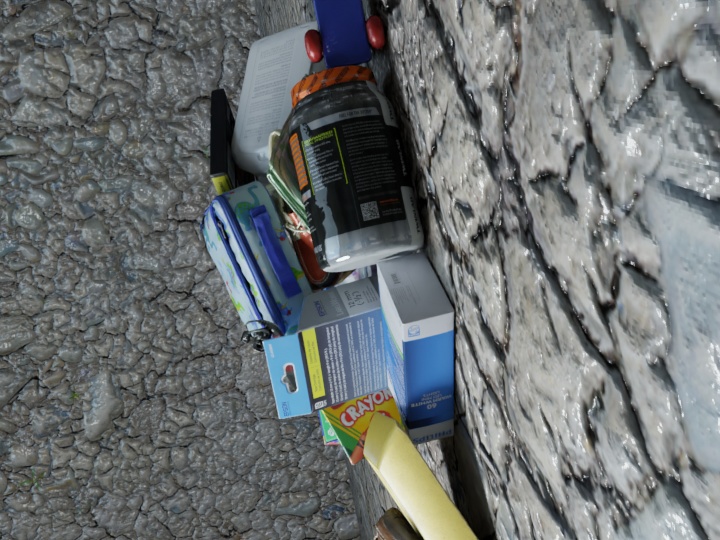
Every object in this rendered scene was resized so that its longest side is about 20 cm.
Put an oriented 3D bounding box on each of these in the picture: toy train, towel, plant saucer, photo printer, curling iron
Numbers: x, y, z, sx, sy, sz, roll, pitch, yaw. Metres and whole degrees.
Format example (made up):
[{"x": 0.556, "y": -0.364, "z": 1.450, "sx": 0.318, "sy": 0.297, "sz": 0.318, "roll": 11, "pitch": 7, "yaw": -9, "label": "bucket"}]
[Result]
[{"x": -0.028, "y": -0.322, "z": 0.801, "sx": 0.116, "sy": 0.083, "sz": 0.203, "roll": -71, "pitch": -30, "yaw": -79, "label": "toy train"}, {"x": -0.043, "y": -0.132, "z": 0.898, "sx": 0.153, "sy": 0.023, "sz": 0.202, "roll": 51, "pitch": -144, "yaw": -33, "label": "towel"}, {"x": 0.068, "y": 0.267, "z": 0.867, "sx": 0.201, "sy": 0.048, "sz": 0.200, "roll": 55, "pitch": 171, "yaw": 3, "label": "plant saucer"}, {"x": -0.103, "y": -0.230, "z": 1.027, "sx": 0.165, "sy": 0.069, "sz": 0.203, "roll": -1, "pitch": 76, "yaw": 45, "label": "photo printer"}, {"x": -0.098, "y": 0.115, "z": 0.929, "sx": 0.201, "sy": 0.049, "sz": 0.026, "roll": 65, "pitch": -146, "yaw": -55, "label": "curling iron"}]

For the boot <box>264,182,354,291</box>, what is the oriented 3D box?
[{"x": -0.083, "y": -0.047, "z": 1.012, "sx": 0.199, "sy": 0.072, "sz": 0.158, "roll": -19, "pitch": 74, "yaw": 41, "label": "boot"}]

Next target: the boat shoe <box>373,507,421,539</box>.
[{"x": 0.045, "y": 0.343, "z": 0.869, "sx": 0.076, "sy": 0.071, "sz": 0.201, "roll": 48, "pitch": 168, "yaw": 38, "label": "boat shoe"}]

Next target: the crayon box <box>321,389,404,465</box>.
[{"x": -0.010, "y": 0.145, "z": 1.014, "sx": 0.202, "sy": 0.126, "sz": 0.051, "roll": 59, "pitch": 172, "yaw": 1, "label": "crayon box"}]

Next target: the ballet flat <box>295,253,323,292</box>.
[{"x": -0.061, "y": -0.039, "z": 1.128, "sx": 0.071, "sy": 0.069, "sz": 0.202, "roll": 39, "pitch": -137, "yaw": -27, "label": "ballet flat"}]

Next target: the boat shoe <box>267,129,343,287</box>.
[{"x": -0.070, "y": -0.076, "z": 0.910, "sx": 0.062, "sy": 0.070, "sz": 0.203, "roll": -5, "pitch": -97, "yaw": -62, "label": "boat shoe"}]

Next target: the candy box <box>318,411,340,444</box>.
[{"x": -0.013, "y": 0.189, "z": 1.253, "sx": 0.169, "sy": 0.076, "sz": 0.202, "roll": 26, "pitch": -135, "yaw": -61, "label": "candy box"}]

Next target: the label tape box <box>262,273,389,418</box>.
[{"x": -0.020, "y": 0.091, "z": 0.911, "sx": 0.066, "sy": 0.197, "sz": 0.145, "roll": -117, "pitch": 16, "yaw": -49, "label": "label tape box"}]

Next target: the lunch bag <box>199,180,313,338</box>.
[{"x": -0.132, "y": -0.007, "z": 0.958, "sx": 0.202, "sy": 0.082, "sz": 0.160, "roll": 65, "pitch": 157, "yaw": -1, "label": "lunch bag"}]

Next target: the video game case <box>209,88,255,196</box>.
[{"x": -0.190, "y": -0.141, "z": 1.116, "sx": 0.182, "sy": 0.025, "sz": 0.202, "roll": 76, "pitch": -178, "yaw": -48, "label": "video game case"}]

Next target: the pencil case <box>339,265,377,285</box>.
[{"x": 0.000, "y": 0.000, "z": 1.077, "sx": 0.090, "sy": 0.082, "sz": 0.203, "roll": 25, "pitch": 130, "yaw": 55, "label": "pencil case"}]

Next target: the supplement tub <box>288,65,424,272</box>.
[{"x": -0.009, "y": -0.108, "z": 0.803, "sx": 0.123, "sy": 0.121, "sz": 0.203, "roll": 140, "pitch": 118, "yaw": -82, "label": "supplement tub"}]

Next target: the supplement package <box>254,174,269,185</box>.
[{"x": -0.117, "y": -0.175, "z": 1.205, "sx": 0.201, "sy": 0.118, "sz": 0.123, "roll": 91, "pitch": 164, "yaw": -64, "label": "supplement package"}]

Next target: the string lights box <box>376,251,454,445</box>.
[{"x": 0.063, "y": 0.092, "z": 0.833, "sx": 0.103, "sy": 0.058, "sz": 0.202, "roll": -111, "pitch": 11, "yaw": -49, "label": "string lights box"}]
